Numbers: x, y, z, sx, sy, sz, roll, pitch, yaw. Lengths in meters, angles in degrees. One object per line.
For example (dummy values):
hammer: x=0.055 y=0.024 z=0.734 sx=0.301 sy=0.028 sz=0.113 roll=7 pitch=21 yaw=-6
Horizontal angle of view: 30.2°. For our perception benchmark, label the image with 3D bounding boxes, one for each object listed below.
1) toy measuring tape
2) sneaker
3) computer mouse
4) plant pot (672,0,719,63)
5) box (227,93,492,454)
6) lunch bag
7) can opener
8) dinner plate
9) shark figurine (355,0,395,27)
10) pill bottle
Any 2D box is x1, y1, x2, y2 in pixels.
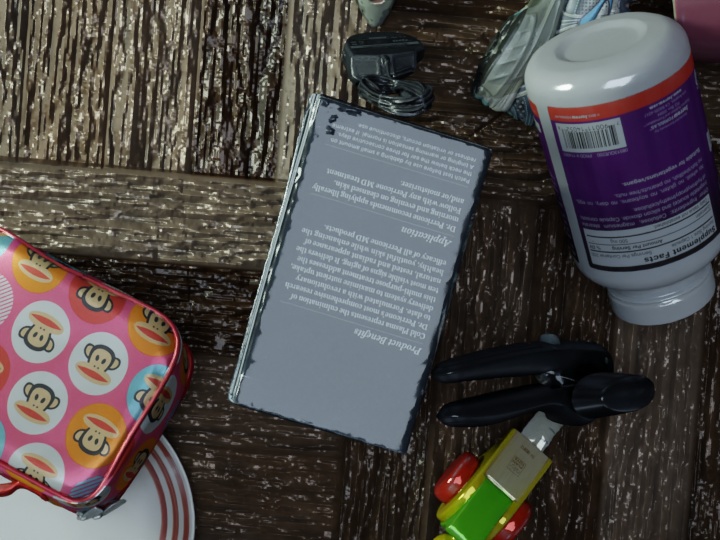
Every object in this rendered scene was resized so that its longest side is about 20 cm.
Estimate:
toy measuring tape: x=0.112 y=0.140 z=0.985 sx=0.073 sy=0.074 sz=0.200 roll=41 pitch=69 yaw=0
sneaker: x=0.165 y=-0.192 z=0.968 sx=0.086 sy=0.078 sz=0.201 roll=32 pitch=99 yaw=-11
computer mouse: x=0.020 y=-0.128 z=0.909 sx=0.058 sy=0.200 sz=0.034 roll=-4 pitch=111 yaw=-3
plant pot: x=0.303 y=-0.219 z=0.906 sx=0.177 sy=0.200 sz=0.203 roll=-5 pitch=91 yaw=18
box: x=0.000 y=0.000 z=0.905 sx=0.123 sy=0.200 sz=0.199 roll=18 pitch=92 yaw=0
lunch bag: x=-0.236 y=0.081 z=0.951 sx=0.199 sy=0.082 sz=0.177 roll=28 pitch=76 yaw=10
can opener: x=0.117 y=0.073 z=0.901 sx=0.078 sy=0.199 sz=0.064 roll=-23 pitch=70 yaw=43
dinner plate: x=-0.222 y=0.188 z=1.005 sx=0.197 sy=0.024 sz=0.203 roll=0 pitch=92 yaw=2
shark figurine: x=0.065 y=-0.286 z=0.956 sx=0.213 sy=0.090 sz=0.129 roll=-28 pitch=117 yaw=18
pill bottle: x=0.189 y=-0.067 z=0.920 sx=0.111 sy=0.113 sz=0.202 roll=-19 pitch=117 yaw=2
